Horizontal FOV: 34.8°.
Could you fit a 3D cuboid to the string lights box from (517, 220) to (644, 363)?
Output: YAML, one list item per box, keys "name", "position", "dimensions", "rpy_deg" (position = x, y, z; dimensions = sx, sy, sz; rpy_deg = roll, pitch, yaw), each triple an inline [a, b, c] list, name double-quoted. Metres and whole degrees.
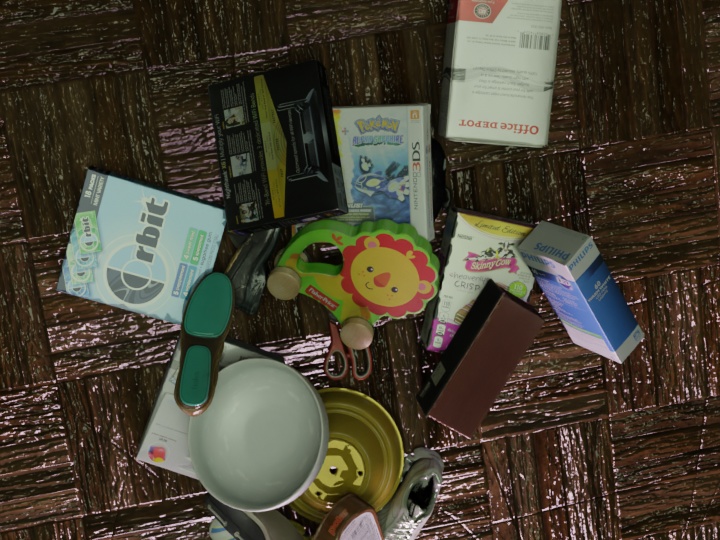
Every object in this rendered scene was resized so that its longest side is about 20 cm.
- name: "string lights box"
  position: [0.307, 0.031, 1.593]
  dimensions: [0.059, 0.102, 0.201]
  rpy_deg: [-45, 124, -14]

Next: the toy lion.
- name: "toy lion"
  position: [0.000, 0.000, 1.547]
  dimensions: [0.199, 0.069, 0.192]
  rpy_deg: [34, 124, -12]

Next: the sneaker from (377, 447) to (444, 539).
- name: "sneaker"
  position: [0.063, 0.359, 1.670]
  dimensions: [0.074, 0.081, 0.202]
  rpy_deg: [23, 98, -13]

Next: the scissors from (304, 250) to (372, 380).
- name: "scissors"
  position: [-0.031, 0.063, 1.638]
  dimensions: [0.072, 0.014, 0.203]
  rpy_deg: [-11, 101, -3]

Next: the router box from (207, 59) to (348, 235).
- name: "router box"
  position: [-0.109, -0.160, 1.513]
  dimensions: [0.155, 0.052, 0.203]
  rpy_deg: [-10, 84, 14]

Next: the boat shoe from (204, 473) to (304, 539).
- name: "boat shoe"
  position: [-0.140, 0.368, 1.594]
  dimensions: [0.200, 0.073, 0.063]
  rpy_deg: [47, 113, 10]

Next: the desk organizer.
- name: "desk organizer"
  position: [0.165, 0.123, 1.583]
  dimensions: [0.076, 0.072, 0.201]
  rpy_deg: [29, 99, -15]

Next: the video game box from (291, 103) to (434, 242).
- name: "video game box"
  position: [-0.001, -0.130, 1.552]
  dimensions: [0.197, 0.047, 0.185]
  rpy_deg: [0, 99, 17]

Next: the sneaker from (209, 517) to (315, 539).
- name: "sneaker"
  position: [-0.119, 0.400, 1.639]
  dimensions: [0.197, 0.105, 0.077]
  rpy_deg: [15, 101, -10]

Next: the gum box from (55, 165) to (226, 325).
- name: "gum box"
  position: [-0.296, -0.031, 1.567]
  dimensions: [0.197, 0.045, 0.172]
  rpy_deg: [16, 98, -11]

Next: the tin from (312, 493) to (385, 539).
- name: "tin"
  position: [-0.015, 0.391, 1.591]
  dimensions: [0.112, 0.042, 0.201]
  rpy_deg: [-46, 147, -23]

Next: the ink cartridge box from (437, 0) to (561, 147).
- name: "ink cartridge box"
  position: [0.187, -0.276, 1.565]
  dimensions: [0.144, 0.083, 0.203]
  rpy_deg: [4, 99, -8]

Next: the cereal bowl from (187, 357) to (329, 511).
- name: "cereal bowl"
  position: [-0.132, 0.224, 1.559]
  dimensions: [0.197, 0.083, 0.203]
  rpy_deg: [-3, 79, 14]

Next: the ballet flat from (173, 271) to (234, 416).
- name: "ballet flat"
  position: [-0.210, 0.103, 1.538]
  dimensions: [0.067, 0.073, 0.203]
  rpy_deg: [7, 64, -6]

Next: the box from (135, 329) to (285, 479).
- name: "box"
  position: [-0.212, 0.194, 1.622]
  dimensions: [0.154, 0.041, 0.203]
  rpy_deg: [19, 96, -10]

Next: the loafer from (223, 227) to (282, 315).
- name: "loafer"
  position: [-0.149, -0.042, 1.573]
  dimensions: [0.071, 0.073, 0.203]
  rpy_deg: [17, 97, -6]

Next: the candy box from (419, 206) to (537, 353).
- name: "candy box"
  position: [0.173, 0.023, 1.631]
  dimensions: [0.134, 0.061, 0.203]
  rpy_deg: [10, 99, -9]

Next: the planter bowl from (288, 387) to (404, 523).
- name: "planter bowl"
  position: [-0.036, 0.273, 1.621]
  dimensions: [0.197, 0.083, 0.204]
  rpy_deg: [0, 94, 2]

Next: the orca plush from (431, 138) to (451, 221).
- name: "orca plush"
  position: [0.068, -0.084, 1.591]
  dimensions: [0.105, 0.071, 0.201]
  rpy_deg: [34, 95, -12]
